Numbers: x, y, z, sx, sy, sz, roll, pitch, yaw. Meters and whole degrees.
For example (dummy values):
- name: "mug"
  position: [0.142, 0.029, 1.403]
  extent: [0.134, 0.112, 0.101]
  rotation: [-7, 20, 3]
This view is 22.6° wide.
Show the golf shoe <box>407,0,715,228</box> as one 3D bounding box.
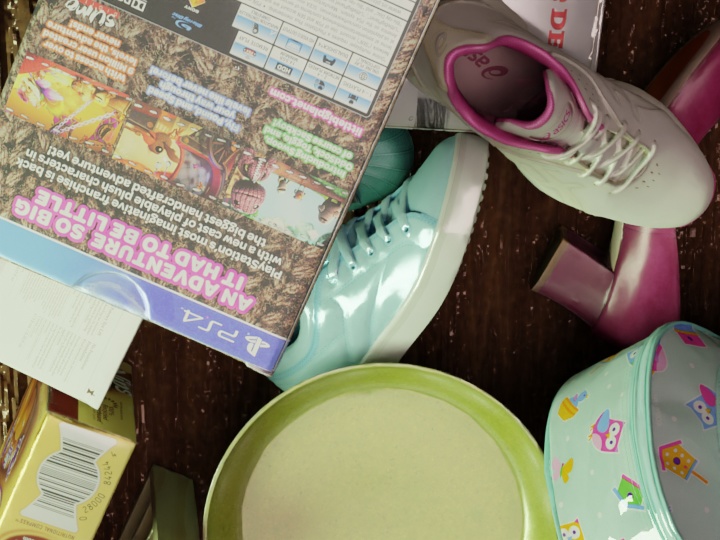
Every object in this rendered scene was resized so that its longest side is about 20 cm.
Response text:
- name: "golf shoe"
  position: [0.102, -0.070, 0.905]
  extent: [0.200, 0.092, 0.075]
  rotation: [29, 105, -20]

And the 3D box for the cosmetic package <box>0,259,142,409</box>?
- name: "cosmetic package"
  position: [-0.123, -0.038, 0.909]
  extent: [0.083, 0.051, 0.200]
  rotation: [28, 102, -3]

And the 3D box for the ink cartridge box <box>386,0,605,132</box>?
- name: "ink cartridge box"
  position: [0.023, -0.154, 0.957]
  extent: [0.200, 0.084, 0.146]
  rotation: [3, 108, -9]

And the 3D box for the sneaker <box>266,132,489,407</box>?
- name: "sneaker"
  position: [0.000, 0.000, 0.990]
  extent: [0.082, 0.074, 0.200]
  rotation: [22, 120, -13]

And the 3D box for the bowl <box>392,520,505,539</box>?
- name: "bowl"
  position: [0.075, 0.242, 1.098]
  extent: [0.200, 0.075, 0.200]
  rotation: [18, 103, -13]

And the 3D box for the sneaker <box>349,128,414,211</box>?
- name: "sneaker"
  position: [-0.067, -0.054, 0.976]
  extent: [0.200, 0.080, 0.071]
  rotation: [-2, 106, -6]

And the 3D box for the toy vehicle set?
- name: "toy vehicle set"
  position: [-0.145, 0.226, 1.034]
  extent: [0.026, 0.124, 0.200]
  rotation: [22, 103, -15]

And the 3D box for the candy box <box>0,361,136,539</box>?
- name: "candy box"
  position: [-0.188, 0.151, 1.008]
  extent: [0.056, 0.117, 0.200]
  rotation: [20, 103, -14]

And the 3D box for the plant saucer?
- name: "plant saucer"
  position: [0.013, 0.145, 1.007]
  extent: [0.200, 0.031, 0.200]
  rotation: [0, 102, 0]

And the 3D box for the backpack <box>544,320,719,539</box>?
- name: "backpack"
  position: [0.204, 0.118, 0.987]
  extent: [0.200, 0.153, 0.176]
  rotation: [13, 61, -30]

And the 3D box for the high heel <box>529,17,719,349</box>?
- name: "high heel"
  position: [0.185, -0.045, 1.024]
  extent: [0.096, 0.067, 0.200]
  rotation: [29, 117, -6]

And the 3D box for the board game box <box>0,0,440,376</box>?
- name: "board game box"
  position: [-0.071, -0.081, 0.822]
  extent: [0.159, 0.097, 0.200]
  rotation: [24, 102, -4]
